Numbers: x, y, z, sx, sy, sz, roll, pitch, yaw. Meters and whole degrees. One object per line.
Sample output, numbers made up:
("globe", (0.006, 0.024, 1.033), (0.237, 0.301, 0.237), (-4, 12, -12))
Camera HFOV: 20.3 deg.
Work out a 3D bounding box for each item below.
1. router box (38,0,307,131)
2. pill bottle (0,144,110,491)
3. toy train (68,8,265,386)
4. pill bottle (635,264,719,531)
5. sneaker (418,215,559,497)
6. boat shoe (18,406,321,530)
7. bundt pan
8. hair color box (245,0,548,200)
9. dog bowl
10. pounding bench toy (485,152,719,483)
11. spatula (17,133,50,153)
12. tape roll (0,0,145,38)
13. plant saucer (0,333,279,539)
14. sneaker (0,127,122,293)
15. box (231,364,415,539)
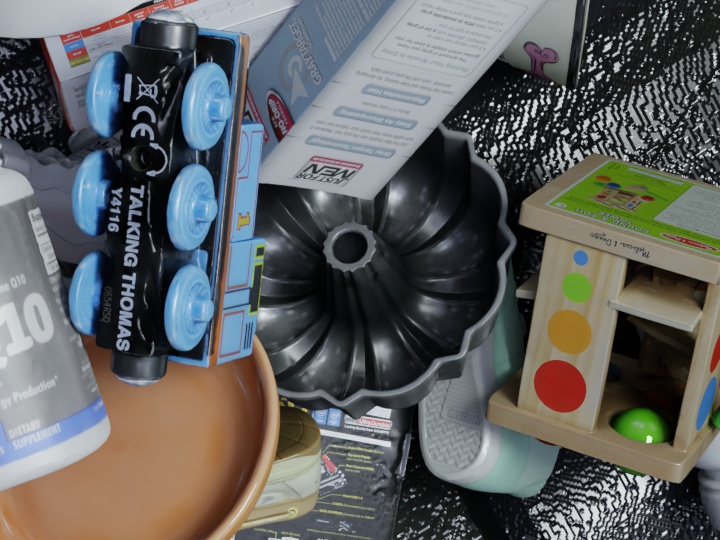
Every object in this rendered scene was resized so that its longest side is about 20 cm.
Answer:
("router box", (-0.104, -0.193, 1.183), (0.198, 0.049, 0.181), (-18, 59, -8))
("pill bottle", (-0.216, 0.013, 1.077), (0.113, 0.114, 0.202), (-19, 97, -11))
("toy train", (-0.100, -0.040, 1.092), (0.086, 0.114, 0.202), (9, 98, 21))
("pill bottle", (0.245, 0.060, 1.308), (0.112, 0.113, 0.202), (-20, 99, -11))
("sneaker", (0.082, 0.049, 1.304), (0.073, 0.118, 0.202), (-10, 68, 28))
("boat shoe", (-0.117, 0.139, 1.204), (0.198, 0.074, 0.067), (-10, 122, -5))
("bundt pan", (0.000, 0.000, 1.230), (0.200, 0.076, 0.204), (-4, 66, 10))
("hair color box", (0.017, -0.129, 1.129), (0.098, 0.061, 0.200), (7, 137, -42))
("dog bowl", (0.109, -0.214, 1.220), (0.073, 0.200, 0.202), (7, 93, 6))
("pounding bench toy", (0.194, 0.043, 1.190), (0.198, 0.124, 0.157), (17, 114, 22))
("spatula", (-0.274, -0.024, 1.225), (0.199, 0.021, 0.057), (-35, 79, -12))
("tape roll", (-0.185, -0.232, 1.142), (0.200, 0.071, 0.204), (-2, 59, 4))
("plant saucer", (-0.139, 0.100, 1.150), (0.198, 0.038, 0.202), (-8, 58, 12))
("sneaker", (-0.195, -0.061, 1.196), (0.115, 0.075, 0.200), (-49, 129, -10))
("box", (-0.073, 0.136, 1.273), (0.198, 0.049, 0.161), (9, 90, -14))
